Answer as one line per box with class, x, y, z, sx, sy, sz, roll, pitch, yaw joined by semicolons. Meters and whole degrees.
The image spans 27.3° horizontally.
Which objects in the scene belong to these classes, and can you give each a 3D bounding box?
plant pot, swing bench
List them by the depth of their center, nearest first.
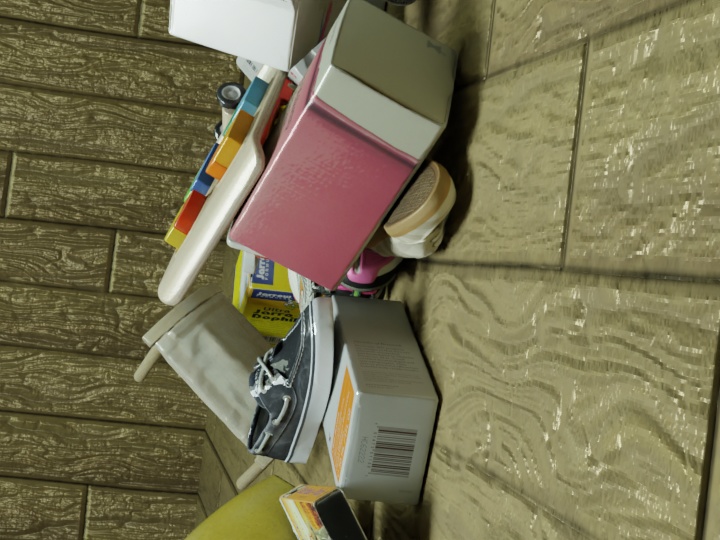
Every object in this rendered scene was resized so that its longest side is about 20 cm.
plant pot;-0.077;0.282;1.417;0.143;0.199;0.200;-59;7;-8
swing bench;-0.149;0.132;1.731;0.130;0.199;0.200;-42;-4;-20

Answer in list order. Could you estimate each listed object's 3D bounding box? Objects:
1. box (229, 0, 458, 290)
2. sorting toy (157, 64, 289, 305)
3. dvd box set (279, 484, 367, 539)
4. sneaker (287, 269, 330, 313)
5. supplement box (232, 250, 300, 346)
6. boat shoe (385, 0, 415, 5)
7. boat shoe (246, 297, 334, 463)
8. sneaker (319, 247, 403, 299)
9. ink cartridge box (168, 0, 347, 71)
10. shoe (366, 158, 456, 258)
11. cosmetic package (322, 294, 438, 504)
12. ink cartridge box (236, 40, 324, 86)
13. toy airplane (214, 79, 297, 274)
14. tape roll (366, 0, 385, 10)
box;-0.015;-0.107;1.256;0.201;0.108;0.128;-56;13;35
sorting toy;-0.127;-0.090;1.335;0.186;0.036;0.201;-55;16;30
dvd box set;-0.013;0.251;1.250;0.147;0.029;0.200;64;167;1
sneaker;-0.031;0.030;1.591;0.082;0.077;0.202;140;127;-70
supplement box;-0.094;0.014;1.820;0.200;0.108;0.110;117;157;-65
boat shoe;0.035;-0.359;1.436;0.068;0.073;0.201;123;149;-62
boat shoe;-0.066;0.099;1.321;0.201;0.067;0.072;106;166;-47
sneaker;0.000;0.000;1.417;0.200;0.073;0.088;-104;22;-76
ink cartridge box;-0.087;-0.281;1.366;0.200;0.127;0.126;-53;-23;-54
shoe;0.048;-0.047;1.253;0.070;0.053;0.200;-65;11;-11
cosmetic package;0.011;0.107;1.285;0.200;0.070;0.102;-108;26;-68
ink cartridge box;-0.048;-0.214;1.581;0.083;0.147;0.200;-42;5;-11
toy airplane;-0.069;-0.092;1.473;0.200;0.140;0.201;-130;39;-73
tape roll;-0.015;-0.346;1.715;0.202;0.070;0.205;-174;90;-80
